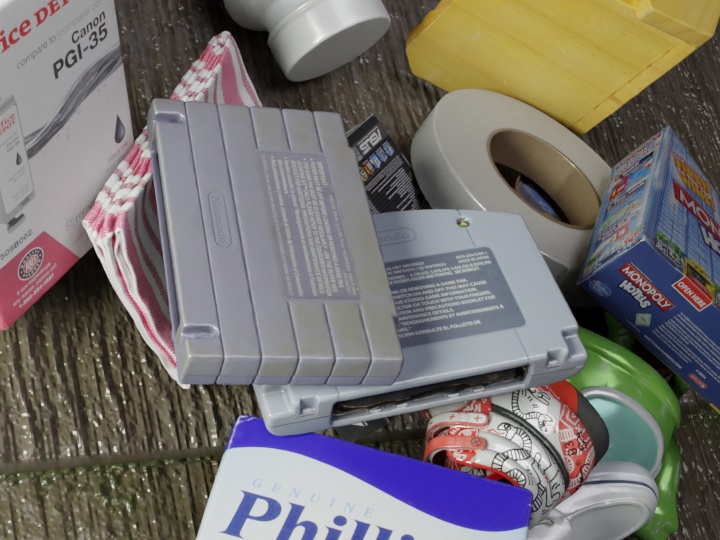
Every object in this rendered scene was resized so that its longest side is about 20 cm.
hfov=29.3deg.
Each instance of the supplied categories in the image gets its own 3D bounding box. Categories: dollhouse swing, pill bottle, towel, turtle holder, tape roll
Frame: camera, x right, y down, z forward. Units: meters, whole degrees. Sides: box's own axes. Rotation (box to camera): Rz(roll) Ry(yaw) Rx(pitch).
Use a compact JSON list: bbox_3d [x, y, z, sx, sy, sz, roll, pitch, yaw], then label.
[{"bbox_3d":[0.162,-0.218,1.119,0.176,0.200,0.182,35,52,-13],"label":"dollhouse swing"},{"bbox_3d":[-0.063,-0.250,1.036,0.120,0.120,0.200,-23,81,-39],"label":"pill bottle"},{"bbox_3d":[-0.100,-0.042,0.912,0.200,0.030,0.147,-63,144,-37],"label":"towel"},{"bbox_3d":[0.156,0.120,1.002,0.132,0.141,0.186,-62,146,-23],"label":"turtle holder"},{"bbox_3d":[0.131,-0.058,1.050,0.202,0.037,0.203,25,35,-19],"label":"tape roll"}]

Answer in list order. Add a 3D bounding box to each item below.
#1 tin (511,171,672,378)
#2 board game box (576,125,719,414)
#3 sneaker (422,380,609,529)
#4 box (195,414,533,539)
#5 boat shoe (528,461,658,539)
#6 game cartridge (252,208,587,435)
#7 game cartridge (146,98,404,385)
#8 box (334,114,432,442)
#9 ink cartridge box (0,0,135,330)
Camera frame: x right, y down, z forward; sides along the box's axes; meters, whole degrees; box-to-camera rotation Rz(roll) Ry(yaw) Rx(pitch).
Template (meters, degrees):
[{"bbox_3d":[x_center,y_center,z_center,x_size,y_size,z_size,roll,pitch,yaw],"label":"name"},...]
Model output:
[{"bbox_3d":[0.186,0.003,1.093,0.112,0.042,0.200,-10,56,-43],"label":"tin"},{"bbox_3d":[0.243,-0.006,1.010,0.200,0.062,0.200,40,33,-21],"label":"board game box"},{"bbox_3d":[0.061,0.073,0.875,0.201,0.067,0.108,46,47,7],"label":"sneaker"},{"bbox_3d":[-0.015,0.207,0.779,0.183,0.105,0.200,15,55,1],"label":"box"},{"bbox_3d":[0.108,0.189,0.906,0.199,0.074,0.067,-19,36,-1],"label":"boat shoe"},{"bbox_3d":[0.023,0.023,0.837,0.199,0.042,0.133,-9,47,-16],"label":"game cartridge"},{"bbox_3d":[-0.052,-0.018,0.806,0.129,0.038,0.200,6,48,-22],"label":"game cartridge"},{"bbox_3d":[0.000,0.000,0.963,0.160,0.044,0.200,54,38,-9],"label":"box"},{"bbox_3d":[-0.210,-0.090,0.799,0.083,0.200,0.147,21,48,21],"label":"ink cartridge box"}]
